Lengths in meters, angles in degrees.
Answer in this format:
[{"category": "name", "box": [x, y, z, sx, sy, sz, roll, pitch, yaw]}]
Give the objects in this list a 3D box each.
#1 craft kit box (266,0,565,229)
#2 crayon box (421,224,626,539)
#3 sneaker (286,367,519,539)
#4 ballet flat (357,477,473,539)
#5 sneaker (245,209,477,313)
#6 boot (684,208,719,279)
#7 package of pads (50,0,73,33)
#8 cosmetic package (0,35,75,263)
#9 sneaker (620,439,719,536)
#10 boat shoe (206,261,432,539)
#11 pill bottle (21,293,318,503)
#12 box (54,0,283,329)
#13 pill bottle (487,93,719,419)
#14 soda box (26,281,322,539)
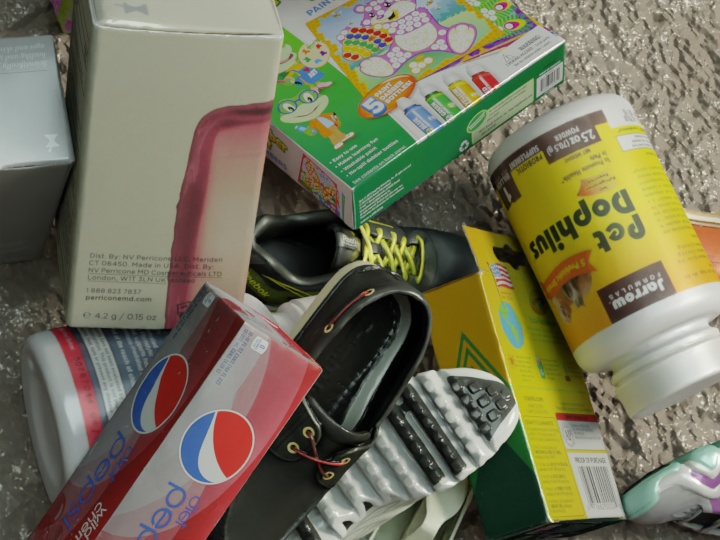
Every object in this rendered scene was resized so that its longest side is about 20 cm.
[{"category": "craft kit box", "box": [0.003, -0.144, 1.237, 0.200, 0.049, 0.197, -36, 54, -24]}, {"category": "crayon box", "box": [0.105, 0.076, 1.194, 0.127, 0.051, 0.201, 12, 60, -58]}, {"category": "sneaker", "box": [0.010, 0.126, 1.134, 0.199, 0.081, 0.075, -31, 75, 6]}, {"category": "ballet flat", "box": [0.026, 0.184, 1.161, 0.069, 0.069, 0.201, 31, 66, -4]}, {"category": "sneaker", "box": [0.000, 0.000, 1.207, 0.198, 0.085, 0.075, -2, 73, -17]}, {"category": "boot", "box": [0.237, 0.008, 1.288, 0.198, 0.075, 0.108, 14, 71, -3]}, {"category": "package of pads", "box": [-0.130, -0.220, 1.175, 0.153, 0.200, 0.069, -16, 88, -16]}, {"category": "cosmetic package", "box": [-0.239, -0.065, 1.093, 0.106, 0.200, 0.091, -6, 73, -19]}, {"category": "sneaker", "box": [0.284, 0.181, 1.233, 0.199, 0.078, 0.141, -14, 75, -20]}, {"category": "boat shoe", "box": [-0.029, 0.088, 1.065, 0.073, 0.063, 0.202, 34, 87, -27]}, {"category": "pill bottle", "box": [-0.103, 0.078, 1.129, 0.199, 0.120, 0.120, -12, 75, -20]}, {"category": "box", "box": [-0.118, -0.081, 1.068, 0.108, 0.201, 0.128, 2, 33, -15]}, {"category": "pill bottle", "box": [0.170, -0.008, 1.196, 0.109, 0.109, 0.201, -19, 75, -22]}, {"category": "soda box", "box": [-0.111, 0.112, 1.028, 0.063, 0.070, 0.201, 33, 93, -33]}]
